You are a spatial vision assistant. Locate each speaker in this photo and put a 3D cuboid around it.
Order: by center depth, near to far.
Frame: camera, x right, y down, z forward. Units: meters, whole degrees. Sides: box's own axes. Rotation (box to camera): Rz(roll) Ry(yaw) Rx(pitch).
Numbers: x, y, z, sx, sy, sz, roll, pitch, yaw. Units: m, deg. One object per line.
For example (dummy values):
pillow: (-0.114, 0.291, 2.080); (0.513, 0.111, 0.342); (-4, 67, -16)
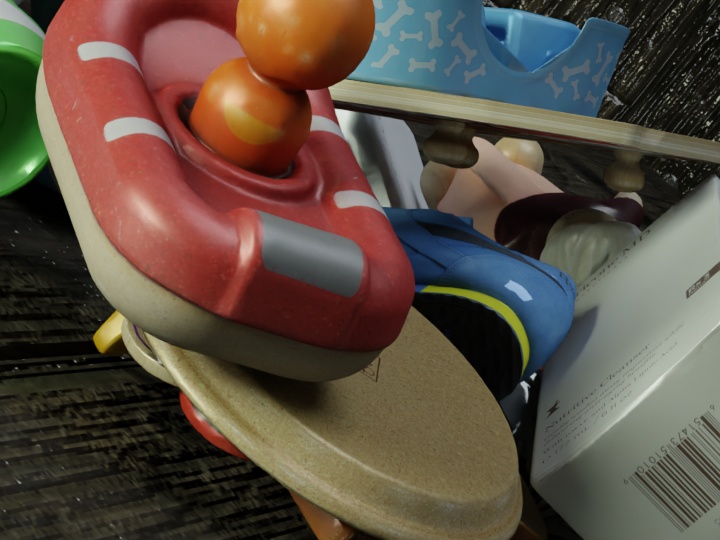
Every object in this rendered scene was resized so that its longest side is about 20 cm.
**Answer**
speaker: (-0.192, -0.108, 1.114); (0.088, 0.089, 0.200); (28, 14, -41)

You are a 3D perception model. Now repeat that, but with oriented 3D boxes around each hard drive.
hard drive: (0.015, -0.036, 1.394); (0.200, 0.025, 0.133); (42, 31, -75)

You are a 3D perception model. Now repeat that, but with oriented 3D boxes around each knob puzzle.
knob puzzle: (0.050, -0.062, 1.215); (0.218, 0.031, 0.220); (9, 2, 0)

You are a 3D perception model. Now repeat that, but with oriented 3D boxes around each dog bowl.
dog bowl: (0.040, -0.105, 1.250); (0.199, 0.050, 0.111); (8, 2, -45)

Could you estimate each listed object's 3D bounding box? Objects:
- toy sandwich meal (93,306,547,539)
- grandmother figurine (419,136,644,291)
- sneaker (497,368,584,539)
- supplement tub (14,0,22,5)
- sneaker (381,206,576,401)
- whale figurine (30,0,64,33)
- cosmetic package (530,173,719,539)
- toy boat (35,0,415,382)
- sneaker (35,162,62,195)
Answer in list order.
toy sandwich meal: (-0.018, 0.059, 1.053); (0.205, 0.070, 0.205); (31, 23, -15)
grandmother figurine: (0.088, -0.023, 1.324); (0.061, 0.121, 0.200); (69, -12, -19)
sneaker: (0.070, 0.097, 1.153); (0.200, 0.075, 0.115); (40, 13, 8)
supplement tub: (-0.242, -0.217, 1.312); (0.200, 0.123, 0.122); (43, 12, 23)
sneaker: (0.000, 0.000, 1.181); (0.199, 0.066, 0.078); (17, 36, 21)
whale figurine: (-0.121, -0.123, 1.448); (0.159, 0.104, 0.200); (53, -9, 12)
cosmetic package: (0.140, 0.046, 1.140); (0.081, 0.113, 0.200); (45, 15, -11)
toy boat: (-0.039, -0.062, 0.990); (0.130, 0.131, 0.200); (17, 29, -31)
sneaker: (-0.113, -0.061, 1.242); (0.072, 0.072, 0.200); (14, -4, 18)
